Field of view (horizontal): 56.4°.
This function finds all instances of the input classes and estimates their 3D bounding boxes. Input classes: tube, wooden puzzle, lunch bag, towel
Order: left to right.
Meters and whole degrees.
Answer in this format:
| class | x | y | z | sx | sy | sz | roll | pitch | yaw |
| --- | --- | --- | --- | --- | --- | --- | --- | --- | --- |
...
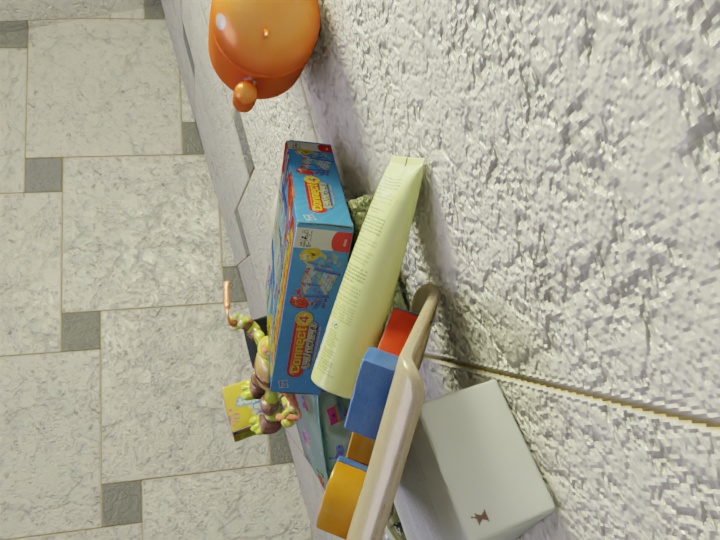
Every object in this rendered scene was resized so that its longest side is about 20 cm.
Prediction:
| class | x | y | z | sx | sy | sz | roll | pitch | yaw |
| --- | --- | --- | --- | --- | --- | --- | --- | --- | --- |
| lunch bag | -0.025 | 0.167 | 0.844 | 0.170 | 0.119 | 0.204 | -152 | 45 | -72 |
| towel | 0.000 | 0.000 | 0.739 | 0.200 | 0.036 | 0.152 | 153 | 103 | -76 |
| tube | 0.011 | 0.004 | 0.561 | 0.057 | 0.052 | 0.205 | 19 | 95 | 29 |
| wooden puzzle | 0.013 | 0.117 | 0.512 | 0.200 | 0.045 | 0.189 | -60 | -15 | -73 |

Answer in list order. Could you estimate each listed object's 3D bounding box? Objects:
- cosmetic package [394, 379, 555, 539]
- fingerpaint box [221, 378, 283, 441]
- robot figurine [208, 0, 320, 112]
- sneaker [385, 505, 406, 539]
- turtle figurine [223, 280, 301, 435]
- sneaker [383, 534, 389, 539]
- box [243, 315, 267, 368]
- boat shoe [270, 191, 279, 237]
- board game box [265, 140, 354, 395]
| class | x | y | z | sx | sy | sz | roll | pitch | yaw |
| --- | --- | --- | --- | --- | --- | --- | --- | --- | --- |
| cosmetic package | 0.079 | 0.182 | 0.552 | 0.201 | 0.070 | 0.103 | 98 | 154 | -59 |
| fingerpaint box | -0.124 | 0.209 | 1.109 | 0.167 | 0.196 | 0.075 | 114 | 138 | -70 |
| robot figurine | -0.104 | -0.255 | 0.713 | 0.117 | 0.143 | 0.200 | 53 | 169 | -9 |
| sneaker | 0.055 | 0.212 | 0.704 | 0.088 | 0.076 | 0.204 | -35 | 75 | 57 |
| turtle figurine | -0.117 | 0.119 | 0.830 | 0.201 | 0.063 | 0.163 | 52 | 147 | 27 |
| sneaker | 0.003 | 0.303 | 0.911 | 0.200 | 0.085 | 0.076 | 41 | 116 | 64 |
| box | -0.099 | 0.097 | 1.014 | 0.200 | 0.138 | 0.081 | 155 | 98 | -75 |
| boat shoe | -0.106 | -0.053 | 1.010 | 0.093 | 0.073 | 0.203 | 47 | 151 | 45 |
| board game box | -0.063 | -0.008 | 0.732 | 0.197 | 0.055 | 0.204 | -105 | 24 | -57 |
